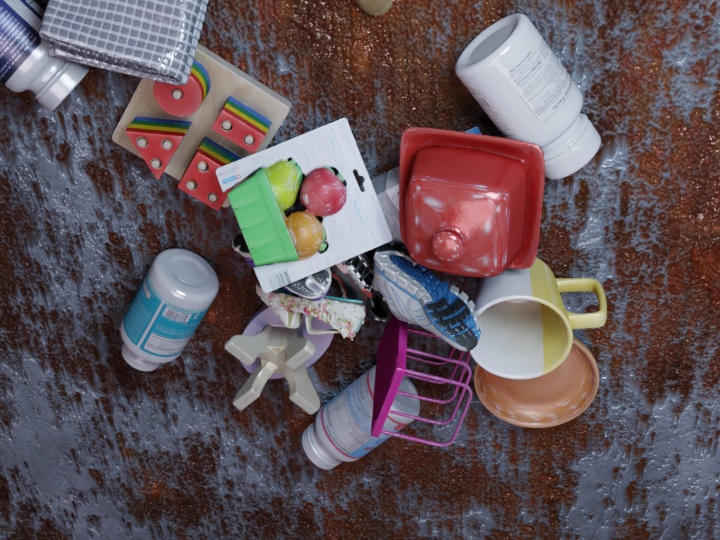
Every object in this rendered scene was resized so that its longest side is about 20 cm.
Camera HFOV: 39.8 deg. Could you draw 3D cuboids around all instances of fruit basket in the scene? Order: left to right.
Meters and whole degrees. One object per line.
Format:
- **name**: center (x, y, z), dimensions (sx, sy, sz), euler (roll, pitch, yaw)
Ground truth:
- **fruit basket**: center (-0.078, -0.091, 1.390), dimensions (0.198, 0.094, 0.187), euler (-23, 94, -12)

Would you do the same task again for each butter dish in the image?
- **butter dish**: center (0.130, -0.065, 1.303), dimensions (0.198, 0.148, 0.201), euler (10, 128, 16)

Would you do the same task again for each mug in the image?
- **mug**: center (0.247, 0.060, 1.459), dimensions (0.185, 0.154, 0.150), euler (20, 124, -7)

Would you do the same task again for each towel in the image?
- **towel**: center (-0.300, -0.339, 1.269), dimensions (0.198, 0.086, 0.167), euler (14, 90, -1)

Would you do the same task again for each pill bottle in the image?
- **pill bottle**: center (-0.466, -0.312, 1.335), dimensions (0.111, 0.111, 0.200), euler (-36, 112, 28)
- **pill bottle**: center (-0.310, 0.070, 1.574), dimensions (0.110, 0.111, 0.201), euler (29, 124, -12)
- **pill bottle**: center (-0.004, 0.247, 1.652), dimensions (0.109, 0.109, 0.200), euler (39, 121, -18)
- **pill bottle**: center (0.223, -0.221, 1.294), dimensions (0.114, 0.115, 0.200), euler (-31, 115, 26)

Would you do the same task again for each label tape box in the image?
- **label tape box**: center (0.114, -0.095, 1.428), dimensions (0.199, 0.066, 0.144), euler (-24, 118, 25)

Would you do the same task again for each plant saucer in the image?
- **plant saucer**: center (0.282, 0.167, 1.599), dimensions (0.198, 0.038, 0.202), euler (4, 124, 6)

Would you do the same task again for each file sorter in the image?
- **file sorter**: center (0.097, 0.148, 1.516), dimensions (0.124, 0.201, 0.140), euler (14, 125, -6)

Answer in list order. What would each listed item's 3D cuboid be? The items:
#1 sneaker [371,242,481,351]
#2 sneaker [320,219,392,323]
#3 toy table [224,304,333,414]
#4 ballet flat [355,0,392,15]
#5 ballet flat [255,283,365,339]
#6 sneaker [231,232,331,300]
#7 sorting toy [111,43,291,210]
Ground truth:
- **sneaker**: center (0.089, 0.051, 1.407), dimensions (0.200, 0.075, 0.087), euler (45, 139, 26)
- **sneaker**: center (0.000, 0.000, 1.486), dimensions (0.081, 0.077, 0.201), euler (17, 146, 45)
- **toy table**: center (-0.128, 0.134, 1.589), dimensions (0.183, 0.118, 0.200), euler (30, 124, -12)
- **ballet flat**: center (0.004, -0.403, 1.227), dimensions (0.067, 0.073, 0.202), euler (1, 125, 8)
- **ballet flat**: center (-0.083, 0.061, 1.501), dimensions (0.198, 0.075, 0.065), euler (11, 91, 33)
- **sneaker**: center (-0.106, -0.006, 1.477), dimensions (0.081, 0.199, 0.084), euler (-43, 135, -15)
- **sorting toy**: center (-0.233, -0.198, 1.404), dimensions (0.198, 0.070, 0.200), euler (31, 123, -12)
